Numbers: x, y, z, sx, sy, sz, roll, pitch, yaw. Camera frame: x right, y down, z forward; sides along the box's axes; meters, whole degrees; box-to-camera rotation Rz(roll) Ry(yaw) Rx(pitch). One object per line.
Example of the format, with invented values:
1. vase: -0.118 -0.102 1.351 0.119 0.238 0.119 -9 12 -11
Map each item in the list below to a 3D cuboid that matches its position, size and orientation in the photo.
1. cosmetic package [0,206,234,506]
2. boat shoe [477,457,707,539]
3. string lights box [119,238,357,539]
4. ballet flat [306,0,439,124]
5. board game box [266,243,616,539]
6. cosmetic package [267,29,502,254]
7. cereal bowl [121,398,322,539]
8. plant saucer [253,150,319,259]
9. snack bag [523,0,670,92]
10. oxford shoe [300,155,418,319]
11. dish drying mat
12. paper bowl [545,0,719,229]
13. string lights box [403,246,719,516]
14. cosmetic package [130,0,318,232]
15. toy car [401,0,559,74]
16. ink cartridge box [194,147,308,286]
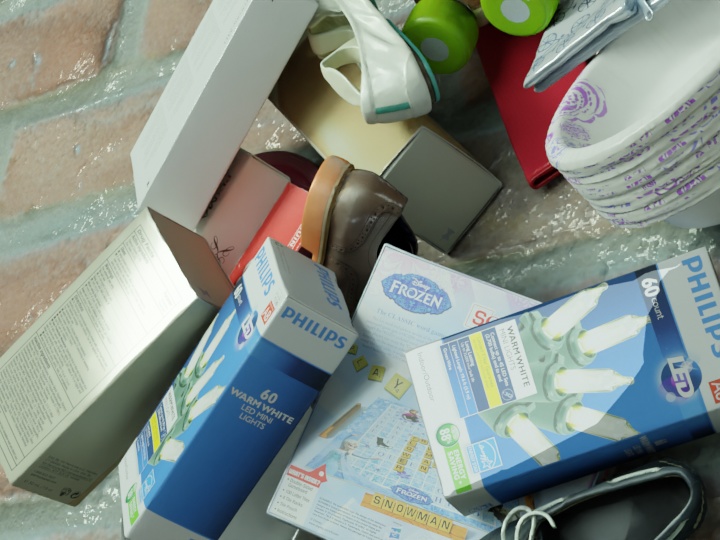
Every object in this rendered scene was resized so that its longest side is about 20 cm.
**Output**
1. cosmetic package: -0.181 0.064 1.398 0.200 0.073 0.104 -43 51 14
2. boat shoe: 0.120 0.176 1.173 0.200 0.062 0.075 -25 74 5
3. string lights box: -0.085 0.089 1.301 0.200 0.059 0.103 -56 20 14
4. ballet flat: -0.004 -0.167 1.404 0.069 0.069 0.200 -46 37 14
5. board game box: 0.067 0.108 1.265 0.200 0.041 0.200 21 81 22
6. cosmetic package: 0.010 -0.106 1.465 0.071 0.105 0.200 -51 43 8
7. cereal bowl: -0.077 0.168 1.400 0.200 0.083 0.201 -24 52 34
8. plant saucer: -0.083 0.005 1.529 0.200 0.051 0.201 -23 52 34
9. snack bag: 0.204 -0.220 1.327 0.200 0.021 0.189 -33 19 39
10. oxford shoe: 0.000 0.000 1.379 0.073 0.200 0.071 20 62 12
11. dish drying mat: 0.132 -0.150 1.436 0.077 0.018 0.200 -35 45 21
12. paper bowl: 0.222 -0.106 1.223 0.201 0.104 0.201 -40 17 15
13. string lights box: 0.138 0.070 1.200 0.200 0.059 0.103 -20 68 10
14. cosmetic package: -0.108 -0.143 1.476 0.200 0.052 0.151 -60 15 13
15. toy car: 0.062 -0.278 1.404 0.158 0.200 0.164 -21 32 41
16. ink cartridge box: -0.118 0.006 1.454 0.200 0.045 0.176 -58 22 0
